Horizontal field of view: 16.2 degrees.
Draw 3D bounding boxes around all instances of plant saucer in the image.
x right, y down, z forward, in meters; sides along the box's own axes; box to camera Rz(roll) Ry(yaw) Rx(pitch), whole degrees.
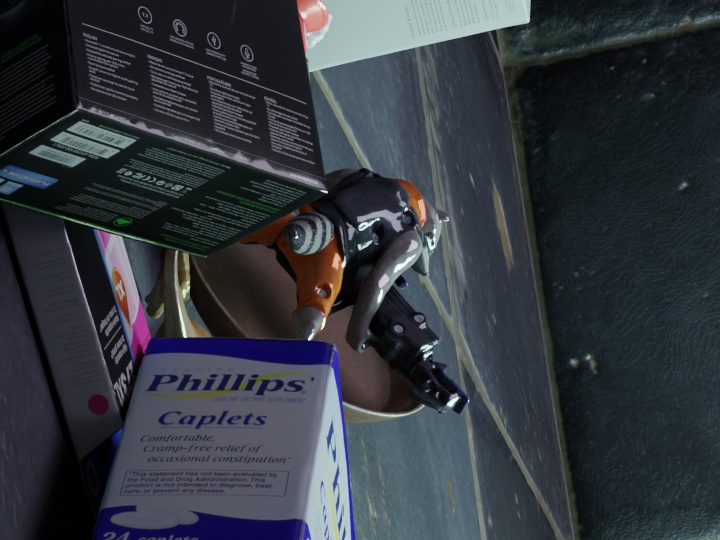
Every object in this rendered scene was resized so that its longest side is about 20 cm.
[{"bbox_3d":[-0.040,0.028,1.617,0.200,0.035,0.201,33,25,-17],"label":"plant saucer"}]

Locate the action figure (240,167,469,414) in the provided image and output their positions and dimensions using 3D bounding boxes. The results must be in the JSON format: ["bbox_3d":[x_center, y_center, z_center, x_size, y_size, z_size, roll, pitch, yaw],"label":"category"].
[{"bbox_3d":[0.000,0.000,1.565,0.200,0.105,0.193,44,35,14],"label":"action figure"}]

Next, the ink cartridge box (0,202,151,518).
[{"bbox_3d":[-0.143,0.017,1.311,0.095,0.037,0.201,-70,149,-71],"label":"ink cartridge box"}]

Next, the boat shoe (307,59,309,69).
[{"bbox_3d":[-0.048,-0.056,1.847,0.072,0.060,0.203,-26,104,-80],"label":"boat shoe"}]

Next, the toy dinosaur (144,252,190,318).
[{"bbox_3d":[-0.110,-0.069,1.441,0.101,0.058,0.201,-115,-163,-47],"label":"toy dinosaur"}]

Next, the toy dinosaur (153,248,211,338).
[{"bbox_3d":[-0.102,0.046,1.441,0.200,0.060,0.107,84,-7,-66],"label":"toy dinosaur"}]

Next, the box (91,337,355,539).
[{"bbox_3d":[-0.063,0.161,1.291,0.200,0.104,0.185,-82,169,-60],"label":"box"}]

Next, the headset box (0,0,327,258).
[{"bbox_3d":[-0.118,-0.129,1.249,0.174,0.092,0.201,16,57,-47],"label":"headset box"}]

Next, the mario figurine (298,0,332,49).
[{"bbox_3d":[-0.062,-0.238,1.828,0.123,0.106,0.201,11,52,-36],"label":"mario figurine"}]

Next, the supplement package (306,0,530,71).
[{"bbox_3d":[0.034,-0.281,2.163,0.151,0.198,0.153,-77,154,-69],"label":"supplement package"}]
